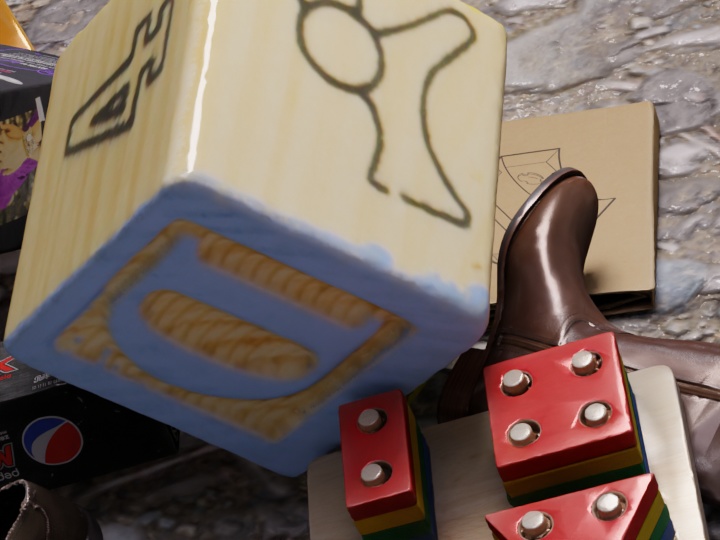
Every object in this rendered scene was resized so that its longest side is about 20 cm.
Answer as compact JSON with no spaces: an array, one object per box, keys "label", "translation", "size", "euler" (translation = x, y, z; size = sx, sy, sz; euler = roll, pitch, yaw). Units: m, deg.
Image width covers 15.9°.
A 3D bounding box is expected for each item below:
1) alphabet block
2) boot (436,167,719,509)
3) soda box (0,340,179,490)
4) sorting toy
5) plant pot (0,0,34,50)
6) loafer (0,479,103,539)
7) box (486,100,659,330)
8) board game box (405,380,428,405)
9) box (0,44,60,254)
[{"label":"alphabet block","translation":[-0.052,-0.044,1.351],"size":[0.196,0.195,0.201],"euler":[-38,35,44]},{"label":"boot","translation":[0.160,0.034,1.388],"size":[0.199,0.064,0.187],"euler":[8,64,36]},{"label":"soda box","translation":[-0.202,0.086,1.435],"size":[0.199,0.071,0.063],"euler":[-16,32,9]},{"label":"sorting toy","translation":[0.066,0.131,1.259],"size":[0.199,0.070,0.199],"euler":[-15,43,10]},{"label":"plant pot","translation":[-0.332,-0.137,1.767],"size":[0.183,0.200,0.200],"euler":[-32,34,3]},{"label":"loafer","translation":[-0.229,0.176,1.335],"size":[0.200,0.071,0.073],"euler":[-41,39,-11]},{"label":"box","translation":[0.101,-0.033,1.570],"size":[0.163,0.021,0.200],"euler":[-8,34,13]},{"label":"board game box","translation":[0.000,0.000,1.493],"size":[0.102,0.047,0.200],"euler":[-53,28,19]},{"label":"box","translation":[-0.249,-0.072,1.572],"size":[0.122,0.107,0.200],"euler":[12,15,29]}]
